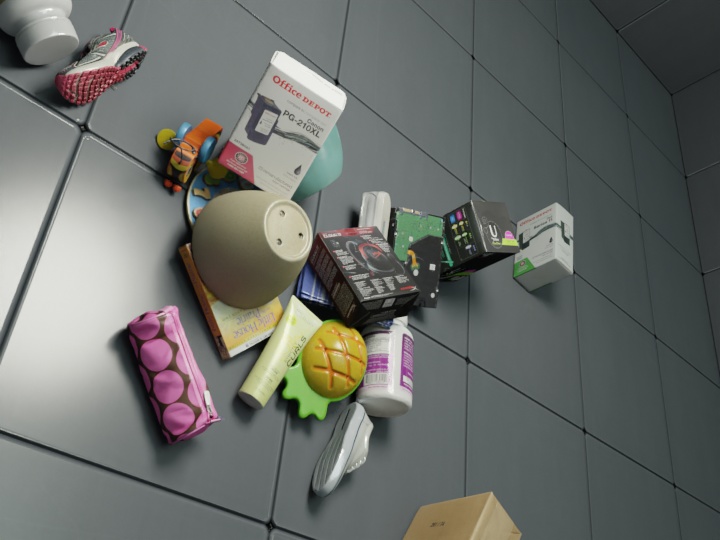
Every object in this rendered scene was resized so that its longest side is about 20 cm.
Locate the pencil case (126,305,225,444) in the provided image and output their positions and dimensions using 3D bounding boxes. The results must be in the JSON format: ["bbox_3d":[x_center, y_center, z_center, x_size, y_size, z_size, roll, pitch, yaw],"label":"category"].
[{"bbox_3d":[-0.283,0.154,1.173,0.090,0.093,0.204,-20,85,-50],"label":"pencil case"}]

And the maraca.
[{"bbox_3d":[-0.063,0.177,1.395,0.138,0.107,0.200,48,57,-6],"label":"maraca"}]

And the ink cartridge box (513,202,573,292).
[{"bbox_3d":[0.499,-0.064,2.098,0.083,0.145,0.203,35,47,-27],"label":"ink cartridge box"}]

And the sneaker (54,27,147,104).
[{"bbox_3d":[-0.440,-0.340,1.276,0.074,0.081,0.201,40,36,-5],"label":"sneaker"}]

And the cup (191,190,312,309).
[{"bbox_3d":[-0.161,-0.049,1.287,0.198,0.142,0.205,14,69,-41],"label":"cup"}]

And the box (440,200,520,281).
[{"bbox_3d":[0.236,-0.064,1.767,0.147,0.198,0.127,-2,71,-47],"label":"box"}]

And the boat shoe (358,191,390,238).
[{"bbox_3d":[0.014,-0.069,1.626,0.072,0.067,0.205,11,86,-67],"label":"boat shoe"}]

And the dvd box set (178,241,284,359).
[{"bbox_3d":[-0.216,0.031,1.332,0.145,0.029,0.204,-25,96,-45],"label":"dvd box set"}]

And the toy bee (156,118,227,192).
[{"bbox_3d":[-0.308,-0.199,1.341,0.130,0.110,0.199,37,23,16],"label":"toy bee"}]

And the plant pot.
[{"bbox_3d":[-0.124,-0.230,1.473,0.163,0.198,0.201,61,39,-17],"label":"plant pot"}]

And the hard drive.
[{"bbox_3d":[0.114,-0.026,1.674,0.137,0.038,0.205,8,87,-33],"label":"hard drive"}]

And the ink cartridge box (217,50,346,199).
[{"bbox_3d":[-0.133,-0.243,1.315,0.143,0.202,0.085,29,25,-12],"label":"ink cartridge box"}]

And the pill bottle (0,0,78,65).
[{"bbox_3d":[-0.520,-0.434,1.196,0.119,0.119,0.203,-23,87,-50],"label":"pill bottle"}]

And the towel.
[{"bbox_3d":[-0.024,0.031,1.505,0.196,0.024,0.147,19,43,-12],"label":"towel"}]

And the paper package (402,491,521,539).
[{"bbox_3d":[0.165,0.516,1.395,0.104,0.198,0.191,53,42,-10],"label":"paper package"}]

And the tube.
[{"bbox_3d":[-0.139,0.142,1.331,0.202,0.051,0.059,-58,152,-31],"label":"tube"}]

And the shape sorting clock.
[{"bbox_3d":[-0.228,-0.101,1.405,0.198,0.039,0.204,25,54,-38],"label":"shape sorting clock"}]

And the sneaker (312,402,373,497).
[{"bbox_3d":[-0.022,0.329,1.383,0.071,0.073,0.201,46,43,-15],"label":"sneaker"}]

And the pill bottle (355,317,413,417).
[{"bbox_3d":[0.049,0.174,1.510,0.111,0.111,0.204,28,52,-34],"label":"pill bottle"}]

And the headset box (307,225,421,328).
[{"bbox_3d":[0.000,0.000,1.472,0.146,0.076,0.202,-8,51,-36],"label":"headset box"}]
